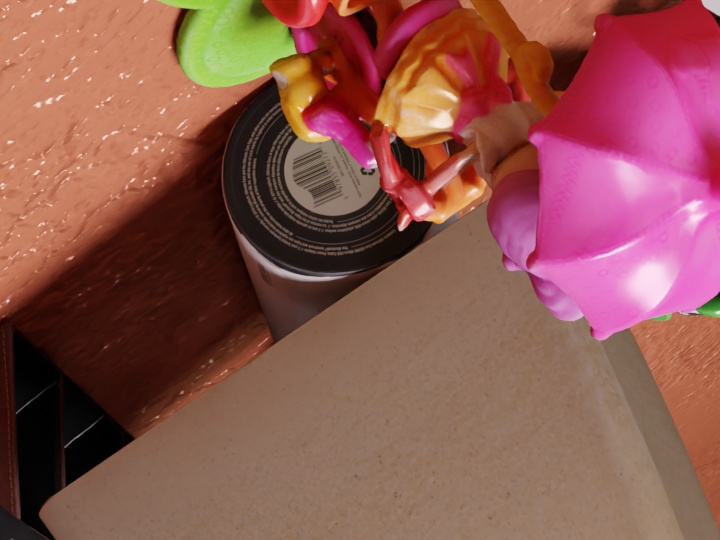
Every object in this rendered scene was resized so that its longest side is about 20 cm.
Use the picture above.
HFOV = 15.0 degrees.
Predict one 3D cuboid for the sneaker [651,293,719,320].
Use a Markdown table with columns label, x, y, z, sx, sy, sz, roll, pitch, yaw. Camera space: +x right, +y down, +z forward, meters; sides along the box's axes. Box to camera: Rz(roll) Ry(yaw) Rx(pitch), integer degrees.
| label | x | y | z | sx | sy | sz | roll | pitch | yaw |
| --- | --- | --- | --- | --- | --- | --- | --- | --- | --- |
| sneaker | 0.163 | -0.014 | 1.275 | 0.200 | 0.085 | 0.078 | -14 | 151 | -50 |

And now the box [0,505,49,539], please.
| label | x | y | z | sx | sy | sz | roll | pitch | yaw |
| --- | --- | --- | --- | --- | --- | --- | --- | --- | --- |
| box | -0.182 | 0.102 | 0.772 | 0.141 | 0.079 | 0.200 | -22 | 141 | 22 |

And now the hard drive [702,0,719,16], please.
| label | x | y | z | sx | sy | sz | roll | pitch | yaw |
| --- | --- | --- | --- | --- | --- | --- | --- | --- | --- |
| hard drive | 0.173 | -0.083 | 0.912 | 0.027 | 0.200 | 0.132 | -60 | -179 | -6 |

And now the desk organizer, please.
| label | x | y | z | sx | sy | sz | roll | pitch | yaw |
| --- | --- | --- | --- | --- | --- | --- | --- | --- | --- |
| desk organizer | -0.118 | 0.092 | 1.042 | 0.077 | 0.072 | 0.200 | -39 | 161 | -3 |

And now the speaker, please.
| label | x | y | z | sx | sy | sz | roll | pitch | yaw |
| --- | --- | --- | --- | --- | --- | --- | --- | --- | --- |
| speaker | 0.000 | 0.000 | 1.022 | 0.081 | 0.081 | 0.200 | -35 | 161 | -7 |

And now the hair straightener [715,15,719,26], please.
| label | x | y | z | sx | sy | sz | roll | pitch | yaw |
| --- | --- | --- | --- | --- | --- | --- | --- | --- | --- |
| hair straightener | 0.135 | -0.074 | 1.114 | 0.077 | 0.041 | 0.200 | -17 | 178 | 11 |

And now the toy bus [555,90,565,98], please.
| label | x | y | z | sx | sy | sz | roll | pitch | yaw |
| --- | --- | --- | --- | --- | --- | --- | --- | --- | --- |
| toy bus | 0.148 | -0.025 | 1.130 | 0.200 | 0.078 | 0.065 | 12 | 89 | -48 |

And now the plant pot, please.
| label | x | y | z | sx | sy | sz | roll | pitch | yaw |
| --- | --- | --- | --- | --- | --- | --- | --- | --- | --- |
| plant pot | 0.039 | 0.118 | 0.983 | 0.200 | 0.177 | 0.200 | -34 | 161 | 5 |

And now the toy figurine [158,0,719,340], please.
| label | x | y | z | sx | sy | sz | roll | pitch | yaw |
| --- | --- | --- | --- | --- | --- | --- | --- | --- | --- |
| toy figurine | 0.037 | -0.053 | 0.808 | 0.150 | 0.184 | 0.200 | -27 | 159 | -28 |
